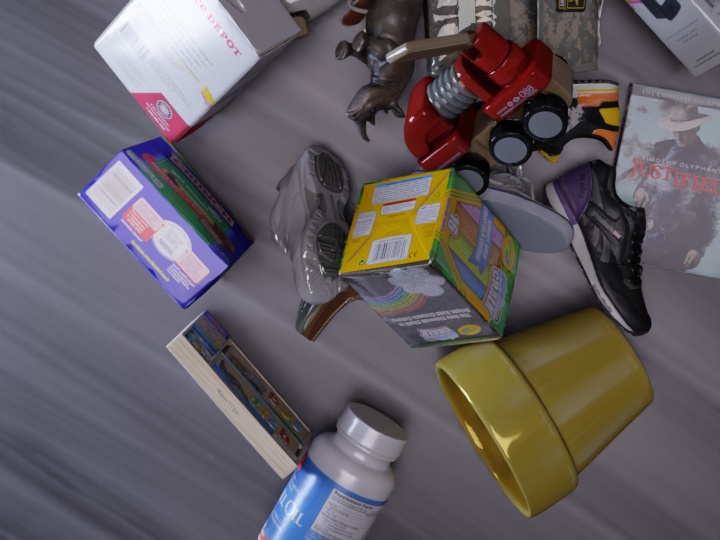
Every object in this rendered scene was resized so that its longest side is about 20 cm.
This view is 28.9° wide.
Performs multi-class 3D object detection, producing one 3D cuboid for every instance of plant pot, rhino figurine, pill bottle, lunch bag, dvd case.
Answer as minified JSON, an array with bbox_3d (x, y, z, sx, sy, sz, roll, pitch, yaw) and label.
[{"bbox_3d":[0.213,0.141,1.552,0.188,0.201,0.201,-31,95,-6],"label":"plant pot"},{"bbox_3d":[0.023,-0.238,1.498,0.087,0.060,0.201,3,99,-34],"label":"rhino figurine"},{"bbox_3d":[-0.028,0.259,1.624,0.112,0.112,0.201,29,99,0],"label":"pill bottle"},{"bbox_3d":[0.169,-0.297,1.520,0.199,0.118,0.165,-2,101,-1],"label":"lunch bag"},{"bbox_3d":[0.357,-0.101,1.580,0.145,0.022,0.201,11,99,3],"label":"dvd case"}]

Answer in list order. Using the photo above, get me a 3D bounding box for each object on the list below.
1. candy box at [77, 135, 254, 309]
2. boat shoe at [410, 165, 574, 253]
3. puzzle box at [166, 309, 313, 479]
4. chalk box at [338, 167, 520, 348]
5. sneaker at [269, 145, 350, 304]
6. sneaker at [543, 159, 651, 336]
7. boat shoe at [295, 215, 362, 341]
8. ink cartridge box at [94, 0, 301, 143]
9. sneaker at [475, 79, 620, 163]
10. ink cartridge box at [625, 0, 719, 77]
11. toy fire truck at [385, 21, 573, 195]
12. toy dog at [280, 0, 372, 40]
[{"bbox_3d":[-0.208,-0.057,1.545,0.077,0.200,0.169,-41,95,8],"label":"candy box"},{"bbox_3d":[0.155,-0.087,1.562,0.201,0.075,0.086,19,57,25],"label":"boat shoe"},{"bbox_3d":[-0.135,0.139,1.604,0.025,0.133,0.200,-40,95,11],"label":"puzzle box"},{"bbox_3d":[0.089,0.001,1.513,0.124,0.124,0.200,-8,143,34],"label":"chalk box"},{"bbox_3d":[-0.059,-0.037,1.565,0.078,0.201,0.099,26,136,-32],"label":"sneaker"},{"bbox_3d":[0.285,-0.028,1.546,0.087,0.076,0.201,-30,81,20],"label":"sneaker"},{"bbox_3d":[0.000,0.000,1.601,0.074,0.076,0.200,31,101,-15],"label":"boat shoe"},{"bbox_3d":[-0.179,-0.254,1.522,0.148,0.086,0.200,53,135,-4],"label":"ink cartridge box"},{"bbox_3d":[0.192,-0.162,1.559,0.199,0.070,0.090,-6,97,5],"label":"sneaker"},{"bbox_3d":[0.349,-0.333,1.479,0.200,0.083,0.146,46,67,-5],"label":"ink cartridge box"},{"bbox_3d":[0.097,-0.183,1.435,0.200,0.129,0.176,36,130,-23],"label":"toy fire truck"},{"bbox_3d":[-0.038,-0.312,1.560,0.199,0.096,0.133,3,96,-11],"label":"toy dog"}]
